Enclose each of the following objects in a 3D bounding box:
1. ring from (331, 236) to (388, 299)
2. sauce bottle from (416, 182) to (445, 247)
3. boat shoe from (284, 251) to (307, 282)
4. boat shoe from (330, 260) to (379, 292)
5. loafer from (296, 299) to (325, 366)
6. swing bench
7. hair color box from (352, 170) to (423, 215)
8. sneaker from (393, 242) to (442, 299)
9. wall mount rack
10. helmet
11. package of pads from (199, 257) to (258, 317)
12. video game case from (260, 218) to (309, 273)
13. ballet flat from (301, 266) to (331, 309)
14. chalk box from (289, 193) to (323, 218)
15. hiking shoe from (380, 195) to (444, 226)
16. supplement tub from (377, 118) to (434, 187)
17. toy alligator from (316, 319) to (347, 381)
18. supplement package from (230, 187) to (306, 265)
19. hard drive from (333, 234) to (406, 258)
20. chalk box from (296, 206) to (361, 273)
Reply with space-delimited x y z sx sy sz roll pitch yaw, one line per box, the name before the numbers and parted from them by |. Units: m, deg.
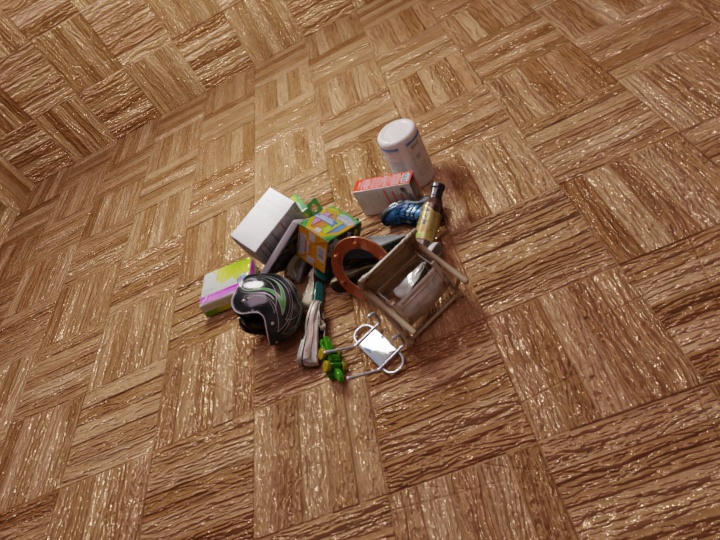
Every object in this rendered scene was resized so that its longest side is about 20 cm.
ring | 0.005 0.000 1.451 0.199 0.201 0.019 -1 29 31
sauce bottle | 0.202 -0.156 1.525 0.064 0.065 0.201 7 76 36
boat shoe | -0.170 -0.052 1.707 0.065 0.075 0.202 31 62 4
boat shoe | 0.000 0.001 1.543 0.200 0.072 0.066 -21 48 20
loafer | -0.124 0.177 1.469 0.062 0.072 0.201 5 59 13
swing bench | 0.129 0.041 1.325 0.199 0.130 0.200 -42 73 -11
hair color box | 0.089 -0.246 1.688 0.199 0.111 0.064 -4 50 28
sneaker | 0.158 -0.003 1.452 0.080 0.071 0.201 15 61 43
wall mount rack | 0.013 0.202 1.346 0.174 0.075 0.200 -42 42 -9
helmet | -0.260 0.110 1.516 0.190 0.200 0.201 17 57 8
package of pads | -0.440 0.052 1.768 0.199 0.068 0.155 -20 44 13
video game case | -0.221 -0.075 1.642 0.023 0.182 0.201 36 104 7
ballet flat | -0.138 0.036 1.605 0.069 0.070 0.201 -9 48 25
chalk box | -0.215 -0.165 1.790 0.200 0.125 0.124 -37 42 -2
hiking shoe | 0.153 -0.171 1.605 0.199 0.075 0.087 -15 44 19
supplement tub | 0.149 -0.373 1.703 0.131 0.200 0.132 -16 45 17
toy alligator | -0.087 0.223 1.398 0.054 0.059 0.201 -62 39 35
supplement package | -0.283 -0.132 1.640 0.117 0.117 0.200 32 77 26
hard drive | 0.034 -0.070 1.534 0.139 0.033 0.200 -2 12 31
chalk box | -0.082 -0.105 1.608 0.124 0.125 0.200 31 43 25
